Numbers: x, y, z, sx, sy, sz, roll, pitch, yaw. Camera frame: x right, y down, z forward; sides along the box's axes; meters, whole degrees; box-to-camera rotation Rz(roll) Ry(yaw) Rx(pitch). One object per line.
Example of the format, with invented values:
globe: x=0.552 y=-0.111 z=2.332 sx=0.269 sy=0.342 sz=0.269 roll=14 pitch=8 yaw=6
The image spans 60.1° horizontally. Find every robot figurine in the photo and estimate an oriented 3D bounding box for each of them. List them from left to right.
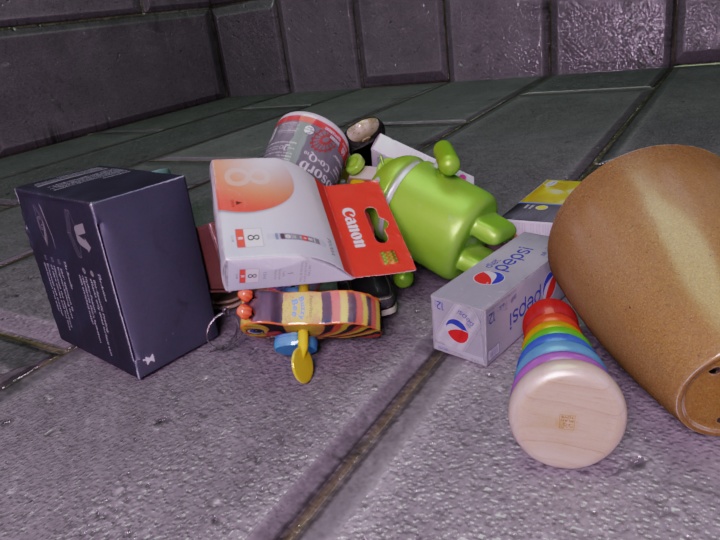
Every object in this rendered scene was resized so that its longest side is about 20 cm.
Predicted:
robot figurine: x=0.089 y=-0.067 z=0.774 sx=0.198 sy=0.178 sz=0.115 roll=32 pitch=28 yaw=24

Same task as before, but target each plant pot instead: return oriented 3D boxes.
plant pot: x=0.270 y=0.025 z=0.515 sx=0.182 sy=0.189 sz=0.201 roll=-6 pitch=35 yaw=5

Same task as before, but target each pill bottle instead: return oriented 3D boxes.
pill bottle: x=-0.095 y=-0.110 z=0.870 sx=0.114 sy=0.116 sz=0.203 roll=4 pitch=62 yaw=28

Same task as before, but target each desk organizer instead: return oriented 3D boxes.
desk organizer: x=-0.174 y=-0.021 z=0.765 sx=0.071 sy=0.078 sz=0.199 roll=-22 pitch=9 yaw=-30

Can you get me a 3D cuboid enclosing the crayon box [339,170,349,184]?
crayon box: x=-0.106 y=-0.104 z=0.992 sx=0.197 sy=0.129 sz=0.051 roll=-18 pitch=24 yaw=-25

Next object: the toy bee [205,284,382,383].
toy bee: x=-0.079 y=0.053 z=0.635 sx=0.197 sy=0.109 sz=0.133 roll=-25 pitch=68 yaw=2

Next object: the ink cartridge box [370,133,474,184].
ink cartridge box: x=0.108 y=-0.129 z=0.924 sx=0.198 sy=0.095 sz=0.037 roll=29 pitch=76 yaw=11

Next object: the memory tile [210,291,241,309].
memory tile: x=-0.152 y=0.014 z=0.871 sx=0.196 sy=0.017 sz=0.154 roll=-7 pitch=23 yaw=0

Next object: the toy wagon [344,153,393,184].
toy wagon: x=0.065 y=-0.108 z=0.931 sx=0.198 sy=0.155 sz=0.040 roll=17 pitch=71 yaw=44

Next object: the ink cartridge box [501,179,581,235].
ink cartridge box: x=0.329 y=-0.082 z=0.899 sx=0.197 sy=0.048 sz=0.197 roll=6 pitch=26 yaw=37

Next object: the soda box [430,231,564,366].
soda box: x=0.159 y=0.023 z=0.676 sx=0.067 sy=0.065 sz=0.199 roll=14 pitch=31 yaw=39

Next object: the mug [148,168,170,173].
mug: x=-0.366 y=-0.091 z=1.049 sx=0.150 sy=0.116 sz=0.185 roll=-20 pitch=8 yaw=7

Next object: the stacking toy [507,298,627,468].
stacking toy: x=0.167 y=0.077 z=0.537 sx=0.084 sy=0.087 sz=0.200 roll=-3 pitch=17 yaw=12

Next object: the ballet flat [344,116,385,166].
ballet flat: x=0.014 y=-0.184 z=0.966 sx=0.065 sy=0.058 sz=0.200 roll=-19 pitch=-11 yaw=1

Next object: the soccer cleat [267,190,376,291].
soccer cleat: x=-0.066 y=-0.007 z=0.740 sx=0.200 sy=0.077 sz=0.066 roll=-43 pitch=33 yaw=-10

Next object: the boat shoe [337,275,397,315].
boat shoe: x=0.000 y=0.000 z=0.787 sx=0.070 sy=0.069 sz=0.201 roll=-8 pitch=24 yaw=-7

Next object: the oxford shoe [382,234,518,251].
oxford shoe: x=0.122 y=-0.035 z=0.853 sx=0.197 sy=0.072 sz=0.073 roll=11 pitch=55 yaw=34

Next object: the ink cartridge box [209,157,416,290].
ink cartridge box: x=-0.053 y=-0.058 z=0.653 sx=0.196 sy=0.051 sz=0.164 roll=-7 pitch=45 yaw=-13

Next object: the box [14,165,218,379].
box: x=-0.284 y=-0.008 z=0.730 sx=0.198 sy=0.200 sz=0.117 roll=12 pitch=28 yaw=40
